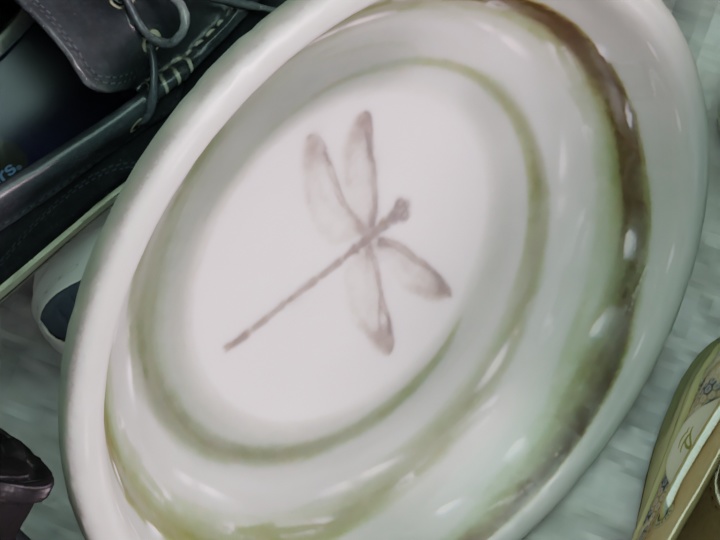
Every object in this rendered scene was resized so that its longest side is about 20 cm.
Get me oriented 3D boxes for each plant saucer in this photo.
[{"bbox_3d":[0.000,0.000,0.747,0.200,0.201,0.050,-38,45,-16],"label":"plant saucer"}]

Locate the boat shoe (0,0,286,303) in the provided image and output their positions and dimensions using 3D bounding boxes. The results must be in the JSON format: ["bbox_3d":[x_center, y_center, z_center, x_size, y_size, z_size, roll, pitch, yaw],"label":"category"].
[{"bbox_3d":[-0.068,-0.061,0.735,0.200,0.062,0.075,-44,67,-7],"label":"boat shoe"}]

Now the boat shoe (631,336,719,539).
[{"bbox_3d":[0.092,0.100,0.770,0.073,0.063,0.201,15,72,-2],"label":"boat shoe"}]

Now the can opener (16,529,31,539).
[{"bbox_3d":[-0.141,0.047,0.759,0.200,0.067,0.053,42,73,8],"label":"can opener"}]

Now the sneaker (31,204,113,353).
[{"bbox_3d":[-0.036,-0.075,0.809,0.199,0.080,0.130,-43,68,-4],"label":"sneaker"}]

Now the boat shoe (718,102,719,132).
[{"bbox_3d":[0.198,-0.023,0.823,0.199,0.063,0.071,23,69,0],"label":"boat shoe"}]

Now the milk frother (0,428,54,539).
[{"bbox_3d":[-0.198,0.092,0.648,0.199,0.181,0.189,24,92,-2],"label":"milk frother"}]
